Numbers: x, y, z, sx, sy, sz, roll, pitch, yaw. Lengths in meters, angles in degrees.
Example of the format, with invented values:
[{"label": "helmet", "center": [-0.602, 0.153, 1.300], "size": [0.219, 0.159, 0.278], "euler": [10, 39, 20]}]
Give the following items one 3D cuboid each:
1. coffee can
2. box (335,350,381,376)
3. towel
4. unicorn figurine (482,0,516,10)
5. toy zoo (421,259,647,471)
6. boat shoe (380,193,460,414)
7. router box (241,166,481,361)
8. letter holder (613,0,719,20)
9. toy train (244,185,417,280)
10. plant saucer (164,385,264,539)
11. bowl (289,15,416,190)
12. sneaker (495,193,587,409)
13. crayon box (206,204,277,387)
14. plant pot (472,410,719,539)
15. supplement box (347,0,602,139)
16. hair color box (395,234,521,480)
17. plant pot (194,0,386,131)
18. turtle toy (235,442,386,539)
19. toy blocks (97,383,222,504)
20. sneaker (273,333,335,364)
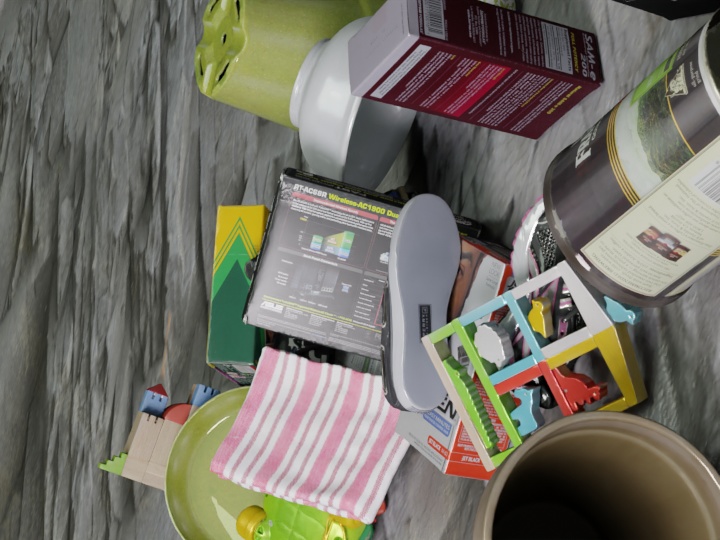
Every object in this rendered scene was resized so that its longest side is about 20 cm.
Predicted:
[{"label": "coffee can", "center": [0.250, -0.082, 1.271], "size": [0.200, 0.146, 0.147], "euler": [-44, 44, 48]}, {"label": "box", "center": [0.019, 0.028, 1.790], "size": [0.200, 0.041, 0.156], "euler": [32, 109, 60]}, {"label": "towel", "center": [-0.042, 0.158, 1.696], "size": [0.200, 0.030, 0.147], "euler": [12, 69, 33]}, {"label": "unicorn figurine", "center": [0.115, -0.291, 1.699], "size": [0.137, 0.074, 0.201], "euler": [-40, 63, 50]}, {"label": "toy zoo", "center": [0.153, 0.074, 1.437], "size": [0.200, 0.020, 0.132], "euler": [-30, 85, 38]}, {"label": "boat shoe", "center": [0.048, 0.032, 1.579], "size": [0.066, 0.070, 0.201], "euler": [-16, 74, 60]}, {"label": "router box", "center": [0.000, 0.000, 1.654], "size": [0.062, 0.199, 0.150], "euler": [-87, 14, -79]}, {"label": "letter holder", "center": [0.276, -0.287, 1.343], "size": [0.200, 0.100, 0.143], "euler": [2, 81, 63]}, {"label": "toy train", "center": [-0.032, -0.036, 1.759], "size": [0.200, 0.046, 0.034], "euler": [-25, 82, 16]}, {"label": "plant saucer", "center": [-0.117, 0.227, 1.885], "size": [0.199, 0.031, 0.201], "euler": [-5, 73, 16]}, {"label": "bowl", "center": [-0.010, -0.175, 1.742], "size": [0.201, 0.090, 0.201], "euler": [-57, -19, -32]}, {"label": "sneaker", "center": [0.176, 0.027, 1.473], "size": [0.086, 0.080, 0.201], "euler": [37, 122, 47]}, {"label": "crayon box", "center": [-0.112, 0.036, 1.901], "size": [0.200, 0.058, 0.173], "euler": [51, -137, -73]}, {"label": "plant pot", "center": [0.164, 0.219, 1.312], "size": [0.174, 0.199, 0.201], "euler": [132, 142, -70]}, {"label": "supplement box", "center": [0.101, -0.184, 1.530], "size": [0.109, 0.199, 0.061], "euler": [-40, 46, 51]}, {"label": "hair color box", "center": [0.104, 0.078, 1.585], "size": [0.111, 0.064, 0.201], "euler": [34, 109, 62]}, {"label": "plant pot", "center": [-0.076, -0.237, 1.907], "size": [0.200, 0.184, 0.201], "euler": [-29, 56, 56]}, {"label": "turtle toy", "center": [-0.030, 0.227, 1.748], "size": [0.146, 0.101, 0.201], "euler": [29, 105, 37]}, {"label": "toy blocks", "center": [-0.184, 0.192, 1.973], "size": [0.100, 0.199, 0.137], "euler": [169, 121, -76]}, {"label": "sneaker", "center": [-0.034, 0.056, 1.772], "size": [0.200, 0.073, 0.112], "euler": [150, 123, -66]}]
